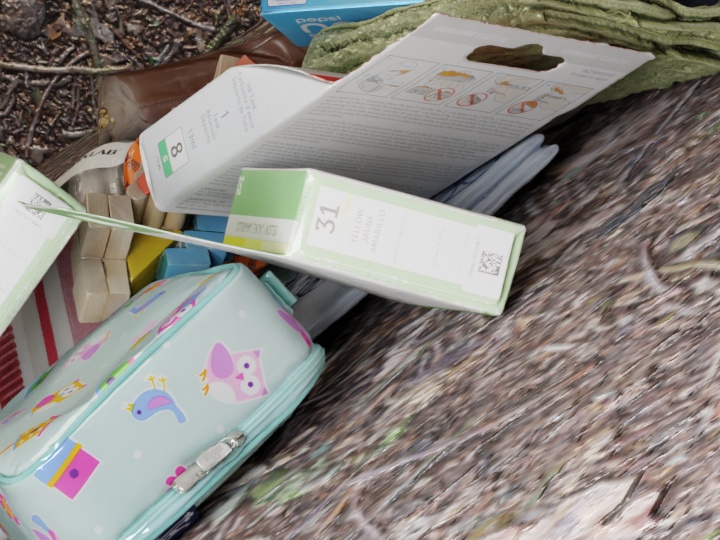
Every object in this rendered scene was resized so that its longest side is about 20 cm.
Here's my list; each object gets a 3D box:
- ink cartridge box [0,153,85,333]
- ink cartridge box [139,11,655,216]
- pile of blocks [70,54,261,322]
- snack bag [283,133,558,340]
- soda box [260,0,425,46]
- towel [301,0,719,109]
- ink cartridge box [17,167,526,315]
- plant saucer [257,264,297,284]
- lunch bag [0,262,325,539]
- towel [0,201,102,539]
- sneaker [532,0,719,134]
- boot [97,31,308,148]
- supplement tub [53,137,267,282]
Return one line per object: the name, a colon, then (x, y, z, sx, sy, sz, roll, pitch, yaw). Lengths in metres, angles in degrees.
ink cartridge box: (-0.217, 0.035, 1.356, 0.200, 0.048, 0.146, -55, 16, -5)
ink cartridge box: (0.016, -0.084, 1.327, 0.161, 0.050, 0.200, 4, -29, -45)
pile of blocks: (-0.076, -0.047, 1.403, 0.200, 0.082, 0.062, -53, -11, -42)
snack bag: (0.000, 0.000, 1.442, 0.200, 0.021, 0.189, -40, 9, -14)
soda box: (0.053, -0.157, 1.408, 0.199, 0.064, 0.068, -2, -11, 16)
towel: (0.079, -0.111, 1.382, 0.148, 0.037, 0.200, 9, -14, -36)
ink cartridge box: (-0.043, -0.024, 1.230, 0.146, 0.200, 0.048, -172, 98, -76)
plant saucer: (-0.072, 0.000, 1.643, 0.201, 0.039, 0.201, -33, 9, 6)
lunch bag: (-0.099, 0.066, 1.261, 0.160, 0.077, 0.200, -40, 10, -14)
towel: (-0.184, 0.066, 1.451, 0.200, 0.144, 0.023, -29, -25, 35)
sneaker: (0.120, -0.137, 1.506, 0.075, 0.085, 0.200, -41, 11, -36)
boot: (-0.077, -0.115, 1.611, 0.200, 0.064, 0.186, -20, 9, -17)
supplement tub: (-0.145, 0.011, 1.522, 0.200, 0.123, 0.123, -39, 6, 31)
